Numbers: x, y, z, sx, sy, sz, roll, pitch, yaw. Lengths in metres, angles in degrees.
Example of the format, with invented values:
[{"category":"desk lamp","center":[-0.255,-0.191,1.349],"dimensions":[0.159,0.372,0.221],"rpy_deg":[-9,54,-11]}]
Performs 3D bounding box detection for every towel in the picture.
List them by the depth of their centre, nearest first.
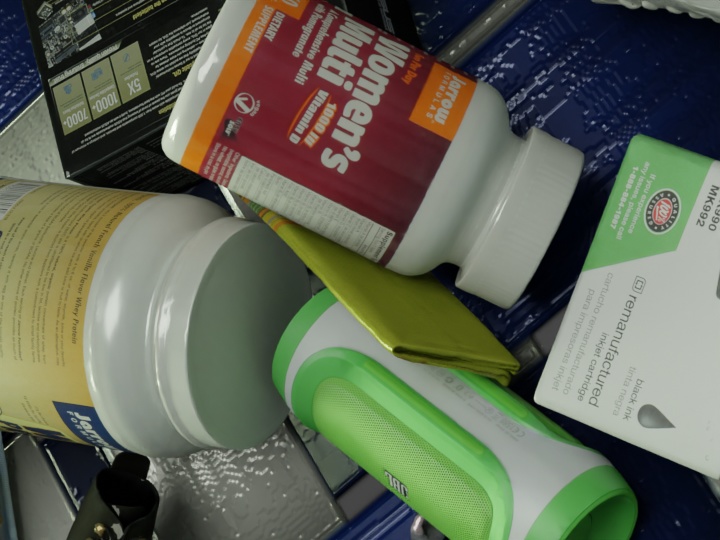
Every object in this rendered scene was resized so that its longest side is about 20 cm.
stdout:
[{"category":"towel","center":[0.000,0.000,1.337],"dimensions":[0.200,0.086,0.018],"rpy_deg":[45,118,48]}]

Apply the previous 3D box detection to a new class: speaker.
[{"category":"speaker","center":[0.046,0.088,1.321],"dimensions":[0.200,0.088,0.089],"rpy_deg":[37,99,31]}]

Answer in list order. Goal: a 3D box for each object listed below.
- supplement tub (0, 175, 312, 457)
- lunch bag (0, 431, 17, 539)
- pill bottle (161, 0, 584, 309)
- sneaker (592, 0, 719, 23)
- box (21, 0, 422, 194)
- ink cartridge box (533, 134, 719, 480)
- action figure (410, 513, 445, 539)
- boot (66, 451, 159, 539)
[{"category":"supplement tub","center":[-0.140,0.026,1.411],"dimensions":[0.199,0.144,0.145],"rpy_deg":[7,83,32]},{"category":"lunch bag","center":[-0.291,0.174,1.485],"dimensions":[0.169,0.127,0.201],"rpy_deg":[-17,78,29]},{"category":"pill bottle","center":[0.007,-0.065,1.317],"dimensions":[0.199,0.110,0.110],"rpy_deg":[26,94,-2]},{"category":"sneaker","center":[0.161,-0.163,1.307],"dimensions":[0.200,0.078,0.100],"rpy_deg":[38,140,6]},{"category":"box","center":[-0.085,-0.155,1.450],"dimensions":[0.199,0.086,0.165],"rpy_deg":[-27,67,24]},{"category":"ink cartridge box","center":[0.206,0.035,1.237],"dimensions":[0.199,0.084,0.147],"rpy_deg":[21,91,32]},{"category":"action figure","center":[0.021,0.217,1.318],"dimensions":[0.200,0.134,0.150],"rpy_deg":[28,124,33]},{"category":"boot","center":[-0.148,0.194,1.354],"dimensions":[0.200,0.077,0.139],"rpy_deg":[-110,42,-63]}]
